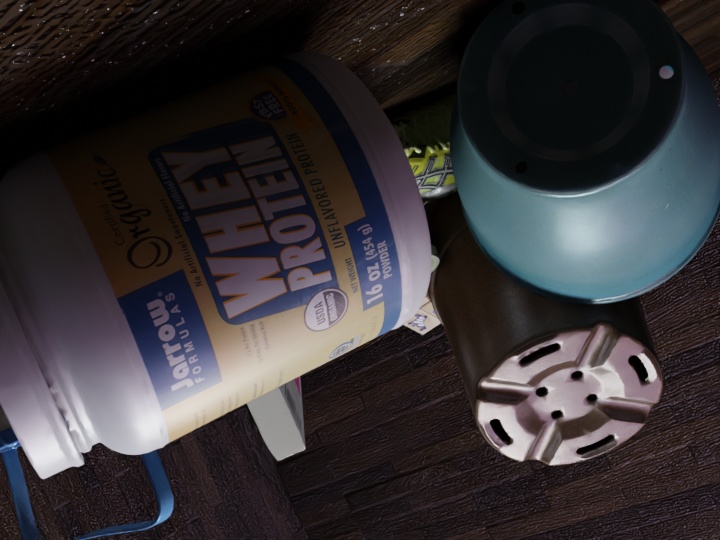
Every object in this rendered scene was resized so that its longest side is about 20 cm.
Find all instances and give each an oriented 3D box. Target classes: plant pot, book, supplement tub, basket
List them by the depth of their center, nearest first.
[{"bbox_3d":[-0.081,-0.004,0.464,0.198,0.146,0.145,-26,178,-18],"label":"supplement tub"},{"bbox_3d":[0.143,-0.093,0.650,0.198,0.203,0.188,-26,163,12],"label":"plant pot"},{"bbox_3d":[0.155,0.039,0.829,0.198,0.201,0.200,-26,-143,14],"label":"plant pot"},{"bbox_3d":[-0.084,0.047,0.833,0.047,0.135,0.201,-20,-157,3],"label":"book"},{"bbox_3d":[-0.250,0.132,0.838,0.174,0.203,0.138,-19,174,28],"label":"basket"}]

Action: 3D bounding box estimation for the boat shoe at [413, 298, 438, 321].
[{"bbox_3d":[0.114,0.002,1.002,0.197,0.069,0.057,-13,-134,21],"label":"boat shoe"}]

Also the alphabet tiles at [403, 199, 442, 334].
[{"bbox_3d":[0.089,0.015,0.967,0.167,0.198,0.008,-36,-145,41],"label":"alphabet tiles"}]

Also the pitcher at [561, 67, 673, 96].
[{"bbox_3d":[0.203,-0.147,0.922,0.120,0.173,0.200,17,127,-42],"label":"pitcher"}]

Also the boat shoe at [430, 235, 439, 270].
[{"bbox_3d":[-0.002,0.000,0.890,0.073,0.067,0.199,0,156,-28],"label":"boat shoe"}]

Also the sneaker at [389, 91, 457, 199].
[{"bbox_3d":[0.040,-0.092,0.793,0.198,0.076,0.076,-32,169,-8],"label":"sneaker"}]
